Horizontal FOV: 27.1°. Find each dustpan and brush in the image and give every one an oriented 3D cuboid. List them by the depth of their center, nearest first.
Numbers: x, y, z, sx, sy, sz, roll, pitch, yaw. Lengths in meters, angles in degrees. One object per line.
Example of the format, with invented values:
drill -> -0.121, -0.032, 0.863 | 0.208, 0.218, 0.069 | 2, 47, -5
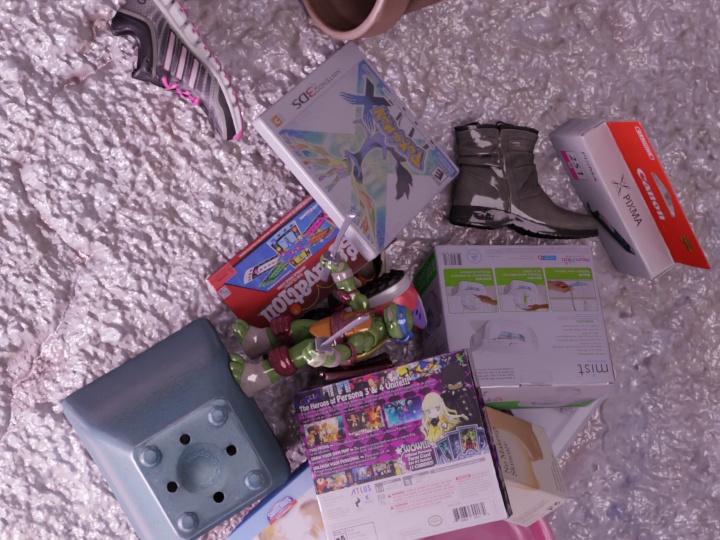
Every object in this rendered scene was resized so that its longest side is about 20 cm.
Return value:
dustpan and brush -> 0.201, 0.114, 1.803 | 0.200, 0.057, 0.140 | 38, 76, 9

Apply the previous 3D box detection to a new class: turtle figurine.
turtle figurine -> -0.054, 0.044, 1.589 | 0.193, 0.200, 0.145 | -21, 67, 14

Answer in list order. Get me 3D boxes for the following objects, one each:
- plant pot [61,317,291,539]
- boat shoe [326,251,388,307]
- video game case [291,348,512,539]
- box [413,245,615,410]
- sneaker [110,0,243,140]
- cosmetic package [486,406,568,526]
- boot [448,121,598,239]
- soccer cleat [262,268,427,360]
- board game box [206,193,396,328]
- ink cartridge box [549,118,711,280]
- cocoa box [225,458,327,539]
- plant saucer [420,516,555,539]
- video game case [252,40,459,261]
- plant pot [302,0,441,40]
plant pot -> -0.189, 0.192, 1.632 | 0.196, 0.200, 0.197 | -31, 103, -11
boat shoe -> 0.000, 0.000, 1.736 | 0.071, 0.063, 0.201 | -5, 99, -17
video game case -> 0.043, 0.193, 1.575 | 0.199, 0.036, 0.182 | -16, 84, 14
box -> 0.178, 0.067, 1.739 | 0.199, 0.097, 0.178 | -1, 68, -16
sneaker -> -0.205, -0.219, 1.648 | 0.087, 0.074, 0.200 | -35, 99, -10
cosmetic package -> 0.137, 0.212, 1.685 | 0.071, 0.106, 0.199 | -39, 139, 28
boot -> 0.202, -0.108, 1.782 | 0.199, 0.068, 0.132 | 8, 88, -18
soccer cleat -> -0.020, 0.072, 1.700 | 0.199, 0.068, 0.073 | -28, 105, 17
board game box -> -0.067, -0.013, 1.699 | 0.200, 0.019, 0.103 | -39, 96, 10
ink cartridge box -> 0.315, -0.082, 1.757 | 0.043, 0.174, 0.201 | -31, 103, -10
cocoa box -> -0.029, 0.275, 1.683 | 0.200, 0.131, 0.133 | -42, 88, 9
plant saucer -> 0.139, 0.344, 1.753 | 0.199, 0.051, 0.202 | 8, 73, -25
video game case -> -0.001, -0.138, 1.681 | 0.200, 0.022, 0.182 | 50, 52, -6
plant pot -> 0.044, -0.360, 1.658 | 0.174, 0.200, 0.202 | -10, 99, -33
